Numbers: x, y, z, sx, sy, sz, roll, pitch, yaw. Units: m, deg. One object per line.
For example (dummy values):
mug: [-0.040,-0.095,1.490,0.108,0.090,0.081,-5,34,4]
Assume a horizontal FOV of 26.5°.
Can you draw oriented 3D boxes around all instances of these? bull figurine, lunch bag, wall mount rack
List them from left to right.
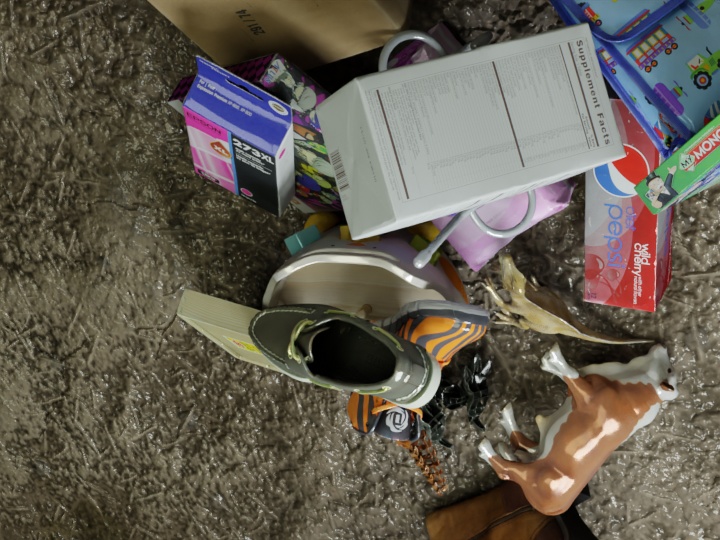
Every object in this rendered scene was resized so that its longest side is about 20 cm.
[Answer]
wall mount rack: [0.069,-0.101,1.271,0.201,0.173,0.075,55,166,-7]
bull figurine: [0.204,0.136,1.431,0.121,0.065,0.201,36,103,4]
lunch bag: [0.244,-0.217,1.209,0.150,0.094,0.200,-39,87,-2]

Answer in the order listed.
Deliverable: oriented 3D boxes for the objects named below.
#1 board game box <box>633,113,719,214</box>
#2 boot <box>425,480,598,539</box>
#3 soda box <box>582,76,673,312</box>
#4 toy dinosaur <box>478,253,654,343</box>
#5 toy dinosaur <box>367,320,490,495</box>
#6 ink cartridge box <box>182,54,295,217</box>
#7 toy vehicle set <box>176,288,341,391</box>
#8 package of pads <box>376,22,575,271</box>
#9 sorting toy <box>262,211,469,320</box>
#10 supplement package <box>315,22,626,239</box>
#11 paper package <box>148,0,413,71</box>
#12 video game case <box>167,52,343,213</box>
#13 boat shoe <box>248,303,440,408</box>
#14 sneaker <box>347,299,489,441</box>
board game box: [0.308,-0.113,1.194,0.029,0.200,0.135,53,126,11]
boot: [0.144,0.294,1.519,0.200,0.189,0.068,-34,144,33]
soda box: [0.236,-0.068,1.336,0.070,0.063,0.201,9,120,22]
toy dinosaur: [0.172,0.040,1.403,0.199,0.058,0.101,29,179,-36]
toy dinosaur: [0.057,0.123,1.525,0.135,0.102,0.200,1,134,52]
ink cartridge box: [-0.105,-0.114,1.343,0.094,0.037,0.200,29,161,8]
toy vehicle set: [-0.092,0.071,1.508,0.123,0.200,0.027,16,79,16]
package of pads: [0.089,-0.110,1.376,0.120,0.076,0.200,-37,97,32]
sorting toy: [0.000,0.000,1.392,0.198,0.180,0.108,3,92,8]
supplement package: [0.084,-0.107,1.183,0.109,0.199,0.115,163,92,-71]
paper package: [-0.075,-0.265,1.298,0.190,0.104,0.200,-13,148,30]
video game case: [-0.061,-0.118,1.376,0.181,0.036,0.200,39,162,-25]
boat shoe: [-0.025,0.066,1.332,0.201,0.060,0.073,16,82,36]
sneaker: [0.052,0.095,1.373,0.077,0.113,0.200,13,161,-23]
